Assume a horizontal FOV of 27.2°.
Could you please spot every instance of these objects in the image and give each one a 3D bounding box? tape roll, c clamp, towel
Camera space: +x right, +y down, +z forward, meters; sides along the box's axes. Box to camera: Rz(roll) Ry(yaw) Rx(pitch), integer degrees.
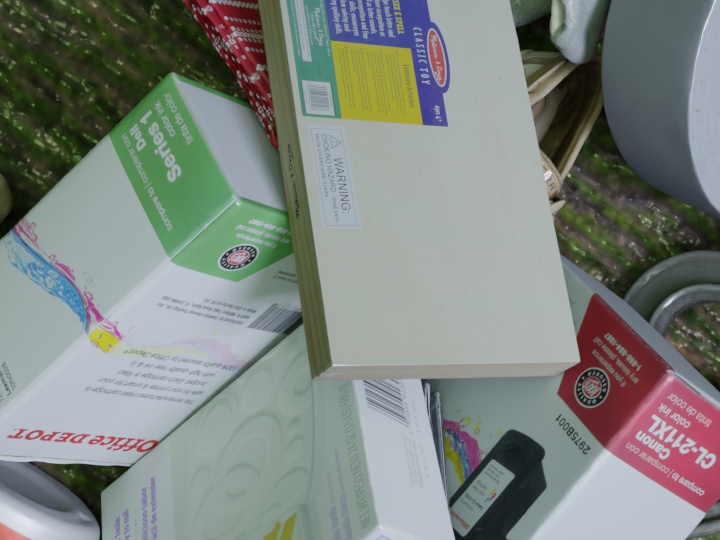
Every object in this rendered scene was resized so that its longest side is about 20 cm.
[{"bbox_3d":[0.220,-0.121,0.771,0.199,0.066,0.202,-16,122,-28],"label":"tape roll"},{"bbox_3d":[0.197,0.056,0.779,0.170,0.027,0.201,14,67,38],"label":"c clamp"},{"bbox_3d":[-0.050,-0.142,0.789,0.022,0.144,0.201,-43,73,28],"label":"towel"}]

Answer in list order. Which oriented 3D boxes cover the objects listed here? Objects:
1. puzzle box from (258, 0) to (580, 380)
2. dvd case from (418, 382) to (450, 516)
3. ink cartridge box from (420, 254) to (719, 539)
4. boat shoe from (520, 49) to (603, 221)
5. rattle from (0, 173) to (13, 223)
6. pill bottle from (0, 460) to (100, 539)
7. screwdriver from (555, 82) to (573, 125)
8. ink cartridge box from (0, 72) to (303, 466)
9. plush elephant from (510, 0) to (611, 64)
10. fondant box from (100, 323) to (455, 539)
[{"bbox_3d":[0.027,-0.047,0.706,0.132,0.025,0.201,1,69,-26],"label":"puzzle box"},{"bbox_3d":[-0.011,0.171,0.739,0.016,0.201,0.148,30,131,-33],"label":"dvd case"},{"bbox_3d":[0.083,0.108,0.756,0.083,0.146,0.200,32,101,-33],"label":"ink cartridge box"},{"bbox_3d":[0.071,-0.049,0.777,0.071,0.064,0.201,54,50,-33],"label":"boat shoe"},{"bbox_3d":[-0.288,0.004,0.858,0.198,0.143,0.131,-1,55,16],"label":"rattle"},{"bbox_3d":[-0.238,0.197,0.808,0.112,0.112,0.201,32,88,2],"label":"pill bottle"},{"bbox_3d":[0.101,-0.035,0.852,0.029,0.028,0.201,26,85,-28],"label":"screwdriver"},{"bbox_3d":[-0.104,0.009,0.759,0.200,0.145,0.084,-40,63,20],"label":"ink cartridge box"},{"bbox_3d":[0.110,-0.200,0.789,0.199,0.155,0.166,28,89,3],"label":"plush elephant"},{"bbox_3d":[-0.050,0.130,0.755,0.058,0.145,0.200,29,123,-34],"label":"fondant box"}]
